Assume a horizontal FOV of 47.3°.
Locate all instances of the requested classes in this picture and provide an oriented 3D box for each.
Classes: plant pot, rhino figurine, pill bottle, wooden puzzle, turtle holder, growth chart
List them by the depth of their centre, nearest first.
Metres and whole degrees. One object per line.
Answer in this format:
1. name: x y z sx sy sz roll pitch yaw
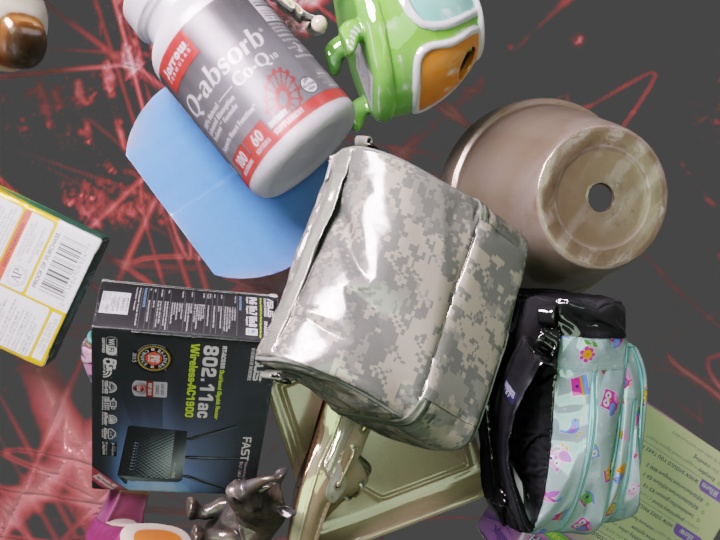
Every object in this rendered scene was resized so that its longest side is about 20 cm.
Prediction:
1. growth chart: -0.104 -0.263 0.699 0.199 0.145 0.018 37 99 -23
2. pill bottle: -0.106 -0.172 0.708 0.116 0.116 0.201 -41 84 -3
3. rhino figurine: -0.112 0.228 0.737 0.086 0.060 0.201 9 137 -25
4. turtle holder: 0.033 -0.225 0.748 0.130 0.186 0.143 -16 128 -6
5. plant pot: 0.184 -0.065 0.751 0.196 0.174 0.204 0 94 -7
6. wooden puzzle: 0.015 0.152 0.812 0.182 0.037 0.203 -18 92 -6

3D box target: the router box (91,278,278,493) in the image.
1. router box: -0.155 0.109 0.716 0.147 0.063 0.202 4 127 -12

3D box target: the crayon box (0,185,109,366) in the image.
1. crayon box: -0.345 -0.016 0.739 0.198 0.052 0.127 26 90 -10

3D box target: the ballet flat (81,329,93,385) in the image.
1. ballet flat: -0.159 0.081 0.771 0.196 0.069 0.072 -6 113 -4

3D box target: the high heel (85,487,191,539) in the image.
1. high heel: -0.198 0.257 0.707 0.067 0.199 0.097 16 93 -34

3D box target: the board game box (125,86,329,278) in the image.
1. board game box: -0.117 -0.088 0.769 0.157 0.039 0.201 -37 90 -25

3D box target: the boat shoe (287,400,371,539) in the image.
1. boat shoe: -0.020 0.182 0.756 0.064 0.072 0.203 17 83 -4

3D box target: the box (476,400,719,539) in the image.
1. box: 0.247 0.229 0.817 0.174 0.097 0.202 32 88 -9

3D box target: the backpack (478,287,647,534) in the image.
1. backpack: 0.164 0.120 0.689 0.124 0.167 0.204 1 92 -8

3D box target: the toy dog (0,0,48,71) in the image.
1. toy dog: -0.310 -0.272 0.693 0.138 0.193 0.203 17 97 27

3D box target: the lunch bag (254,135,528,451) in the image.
1. lunch bag: 0.020 0.018 0.648 0.167 0.139 0.203 31 72 -30
